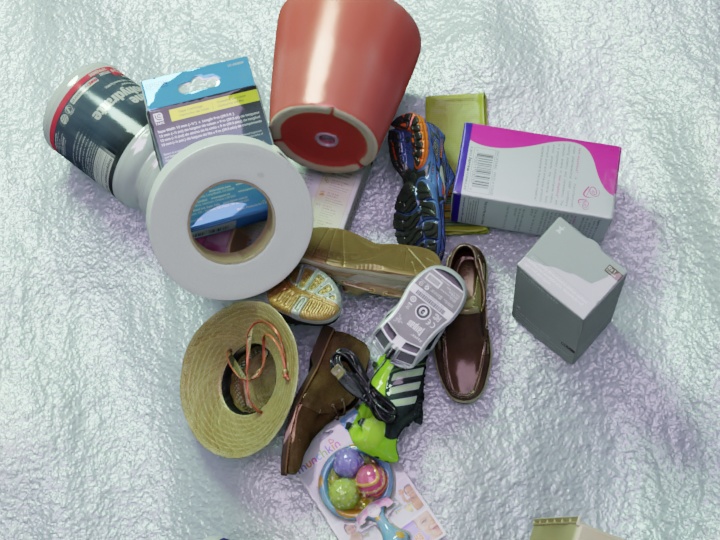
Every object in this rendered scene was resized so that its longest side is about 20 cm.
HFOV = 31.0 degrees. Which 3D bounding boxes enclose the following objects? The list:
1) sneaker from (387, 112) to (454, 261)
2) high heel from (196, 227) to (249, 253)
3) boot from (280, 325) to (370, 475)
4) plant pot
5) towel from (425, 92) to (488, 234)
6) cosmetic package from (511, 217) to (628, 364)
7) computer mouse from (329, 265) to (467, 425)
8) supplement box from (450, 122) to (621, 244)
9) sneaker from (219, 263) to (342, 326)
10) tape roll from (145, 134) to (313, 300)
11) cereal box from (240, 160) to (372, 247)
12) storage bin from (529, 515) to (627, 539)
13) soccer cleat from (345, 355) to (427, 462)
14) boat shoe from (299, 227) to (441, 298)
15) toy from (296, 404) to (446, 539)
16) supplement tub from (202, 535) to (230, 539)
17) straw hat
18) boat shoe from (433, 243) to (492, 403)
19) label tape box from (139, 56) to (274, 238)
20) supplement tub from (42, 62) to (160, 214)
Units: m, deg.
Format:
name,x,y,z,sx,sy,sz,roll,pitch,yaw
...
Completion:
name,x,y,z,sx,sy,sz,roll,pitch,yaw
sneaker,0.090,-0.102,1.672,0.075,0.078,0.201,-6,85,44
high heel,-0.169,-0.102,1.700,0.096,0.067,0.201,5,71,34
boot,-0.045,0.168,1.619,0.075,0.074,0.201,20,69,3
plant pot,-0.030,-0.236,1.663,0.200,0.201,0.178,6,60,10
towel,0.127,-0.143,1.724,0.086,0.018,0.201,-1,72,7
cosmetic package,0.247,0.028,1.555,0.107,0.200,0.090,40,81,18
computer mouse,0.056,0.082,1.578,0.110,0.044,0.200,39,77,10
supplement box,0.221,-0.109,1.645,0.199,0.103,0.102,10,72,6
sneaker,-0.096,0.041,1.639,0.199,0.088,0.076,15,53,36
tape roll,-0.156,-0.063,1.557,0.202,0.037,0.204,-5,111,-14
cereal box,-0.077,-0.090,1.724,0.143,0.040,0.201,16,75,14
storage bin,0.226,0.386,1.448,0.093,0.199,0.201,21,76,-4
soccer cleat,0.051,0.146,1.622,0.081,0.067,0.200,37,63,-20
boat shoe,0.000,0.000,1.643,0.199,0.069,0.074,13,43,7
toy,0.003,0.271,1.591,0.115,0.047,0.200,-34,71,-5
supplement tub,-0.112,0.407,1.511,0.199,0.145,0.146,17,75,13
straw hat,-0.126,0.138,1.626,0.200,0.085,0.202,-5,82,36
boat shoe,0.126,0.062,1.627,0.074,0.075,0.203,-3,72,7
label tape box,-0.183,-0.151,1.622,0.143,0.066,0.201,-15,79,-9
supplement tub,-0.311,-0.172,1.730,0.200,0.140,0.140,36,80,17
